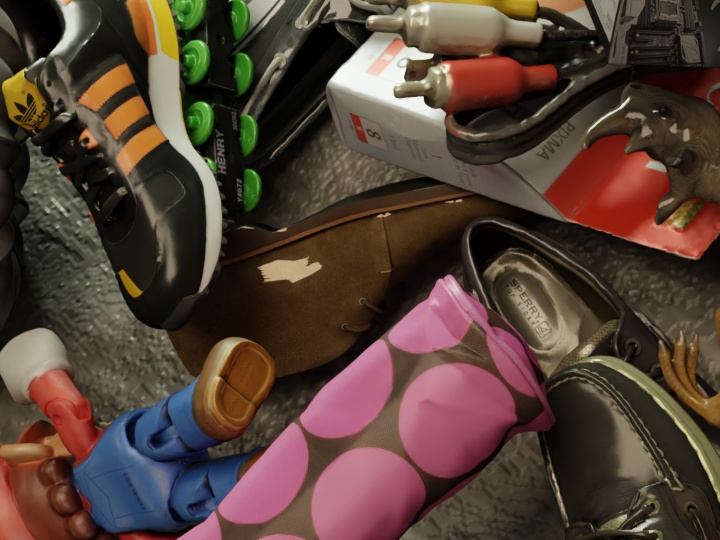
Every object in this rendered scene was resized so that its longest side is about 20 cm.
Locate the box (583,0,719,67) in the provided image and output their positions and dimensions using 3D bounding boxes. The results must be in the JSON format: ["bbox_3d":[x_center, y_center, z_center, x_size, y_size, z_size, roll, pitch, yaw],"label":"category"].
[{"bbox_3d":[0.167,-0.160,1.317,0.158,0.050,0.200,1,35,-11],"label":"box"}]

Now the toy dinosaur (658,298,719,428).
[{"bbox_3d":[0.183,0.055,1.247,0.106,0.060,0.200,17,99,43],"label":"toy dinosaur"}]

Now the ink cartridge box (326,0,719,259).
[{"bbox_3d":[0.108,-0.095,1.366,0.200,0.050,0.162,18,52,35],"label":"ink cartridge box"}]

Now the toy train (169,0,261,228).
[{"bbox_3d":[-0.083,-0.111,1.442,0.056,0.042,0.200,-21,65,42],"label":"toy train"}]

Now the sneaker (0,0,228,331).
[{"bbox_3d":[-0.125,-0.057,1.373,0.070,0.090,0.200,-49,42,39],"label":"sneaker"}]

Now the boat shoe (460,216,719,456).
[{"bbox_3d":[0.107,0.049,1.316,0.072,0.065,0.200,-40,56,0],"label":"boat shoe"}]

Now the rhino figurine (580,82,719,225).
[{"bbox_3d":[0.194,-0.057,1.290,0.200,0.060,0.087,0,57,-10],"label":"rhino figurine"}]

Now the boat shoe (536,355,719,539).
[{"bbox_3d":[0.125,0.127,1.235,0.072,0.066,0.201,-33,73,29],"label":"boat shoe"}]

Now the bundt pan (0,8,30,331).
[{"bbox_3d":[-0.203,-0.048,1.455,0.076,0.202,0.202,3,64,-3],"label":"bundt pan"}]

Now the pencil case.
[{"bbox_3d":[-0.004,0.095,1.249,0.200,0.094,0.091,-43,57,8],"label":"pencil case"}]

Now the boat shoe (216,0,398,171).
[{"bbox_3d":[-0.004,-0.132,1.457,0.199,0.074,0.068,-43,50,2],"label":"boat shoe"}]

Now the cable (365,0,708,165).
[{"bbox_3d":[0.104,-0.101,1.324,0.200,0.050,0.097,-8,51,-6],"label":"cable"}]

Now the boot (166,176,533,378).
[{"bbox_3d":[0.000,0.000,1.409,0.200,0.074,0.075,-18,89,12],"label":"boot"}]

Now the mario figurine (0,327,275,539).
[{"bbox_3d":[-0.100,0.083,1.381,0.200,0.106,0.124,-18,72,42],"label":"mario figurine"}]
